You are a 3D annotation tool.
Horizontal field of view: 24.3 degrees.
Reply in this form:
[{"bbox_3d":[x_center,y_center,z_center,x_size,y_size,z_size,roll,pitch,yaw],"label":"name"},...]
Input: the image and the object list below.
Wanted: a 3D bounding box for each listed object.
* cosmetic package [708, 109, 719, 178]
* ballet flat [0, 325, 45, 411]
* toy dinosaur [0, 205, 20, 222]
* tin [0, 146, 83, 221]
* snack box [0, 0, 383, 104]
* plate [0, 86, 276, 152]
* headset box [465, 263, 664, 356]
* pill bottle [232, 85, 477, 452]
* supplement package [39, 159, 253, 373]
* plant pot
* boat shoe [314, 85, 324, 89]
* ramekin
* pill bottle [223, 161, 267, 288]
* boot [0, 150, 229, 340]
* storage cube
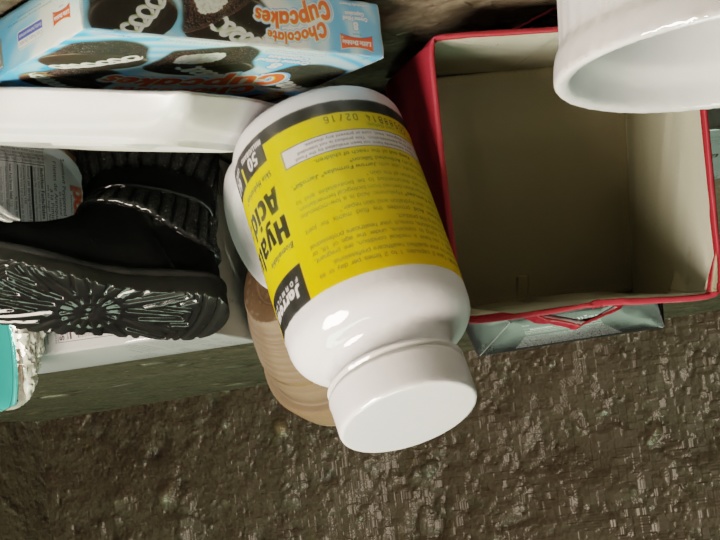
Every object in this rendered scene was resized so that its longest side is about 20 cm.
[{"bbox_3d":[0.279,-0.119,1.224,0.101,0.074,0.200,-7,170,4],"label":"cosmetic package"},{"bbox_3d":[-0.262,0.003,1.234,0.072,0.200,0.072,-13,-168,3],"label":"ballet flat"},{"bbox_3d":[-0.303,-0.086,1.014,0.102,0.077,0.200,-26,132,7],"label":"toy dinosaur"},{"bbox_3d":[-0.260,-0.043,1.165,0.042,0.112,0.200,-4,175,34],"label":"tin"},{"bbox_3d":[-0.100,-0.131,0.963,0.200,0.037,0.116,0,171,-37],"label":"snack box"},{"bbox_3d":[-0.156,-0.091,1.022,0.199,0.032,0.200,2,-177,18],"label":"plate"},{"bbox_3d":[0.153,-0.043,1.297,0.148,0.200,0.075,-10,138,16],"label":"headset box"},{"bbox_3d":[0.000,0.000,0.981,0.111,0.200,0.111,-15,150,-8],"label":"pill bottle"},{"bbox_3d":[-0.203,-0.006,1.338,0.200,0.151,0.152,-9,173,12],"label":"supplement package"},{"bbox_3d":[-0.025,0.013,1.315,0.093,0.201,0.201,31,149,-35],"label":"plant pot"},{"bbox_3d":[-0.018,-0.035,1.106,0.062,0.200,0.075,-25,176,-14],"label":"boat shoe"},{"bbox_3d":[0.192,-0.151,0.848,0.200,0.098,0.200,-6,172,-1],"label":"ramekin"},{"bbox_3d":[0.008,-0.061,1.225,0.200,0.104,0.104,-20,179,-26],"label":"pill bottle"},{"bbox_3d":[-0.190,-0.038,1.156,0.211,0.158,0.079,10,143,-30],"label":"boot"},{"bbox_3d":[0.119,-0.061,1.093,0.171,0.200,0.180,-6,178,-9],"label":"storage cube"}]
